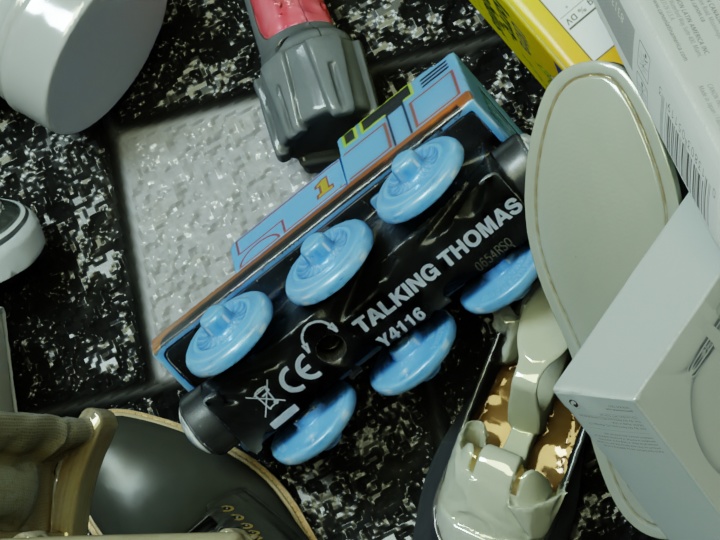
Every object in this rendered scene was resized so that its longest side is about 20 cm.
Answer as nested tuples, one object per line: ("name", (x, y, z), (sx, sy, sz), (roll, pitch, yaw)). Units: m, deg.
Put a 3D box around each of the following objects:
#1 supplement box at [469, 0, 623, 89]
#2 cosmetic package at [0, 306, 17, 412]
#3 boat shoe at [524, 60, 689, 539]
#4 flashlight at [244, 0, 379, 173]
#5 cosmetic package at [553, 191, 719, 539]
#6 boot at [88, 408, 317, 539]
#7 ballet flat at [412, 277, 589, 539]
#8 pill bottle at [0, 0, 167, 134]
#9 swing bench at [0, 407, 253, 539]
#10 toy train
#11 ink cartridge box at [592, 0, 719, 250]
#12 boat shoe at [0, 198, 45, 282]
("supplement box", (0.089, -0.161, 1.314), (0.109, 0.110, 0.200), (-38, 70, 0))
("cosmetic package", (-0.259, 0.074, 1.315), (0.198, 0.103, 0.088), (-4, 102, 12))
("boat shoe", (0.123, 0.008, 1.227), (0.075, 0.062, 0.201), (-12, 98, 37))
("flashlight", (-0.037, -0.151, 1.356), (0.068, 0.068, 0.201), (-28, 66, 27))
("cosmetic package", (0.182, 0.026, 1.198), (0.052, 0.151, 0.200), (6, 52, 50))
("boot", (-0.059, 0.115, 1.253), (0.200, 0.138, 0.078), (36, 84, 19))
("ballet flat", (0.068, 0.068, 1.277), (0.073, 0.073, 0.201), (20, 80, 16))
("pill bottle", (-0.192, -0.151, 1.364), (0.199, 0.120, 0.120), (32, 83, 18))
("swing bench", (-0.092, 0.131, 1.089), (0.199, 0.199, 0.131), (16, 94, 29))
("toy train", (0.000, 0.000, 1.288), (0.200, 0.114, 0.087), (-39, 114, 11))
("ink cartridge box", (0.207, -0.093, 1.166), (0.199, 0.050, 0.161), (-11, 44, -10))
("boat shoe", (-0.244, -0.027, 1.358), (0.198, 0.068, 0.074), (2, 32, 18))
